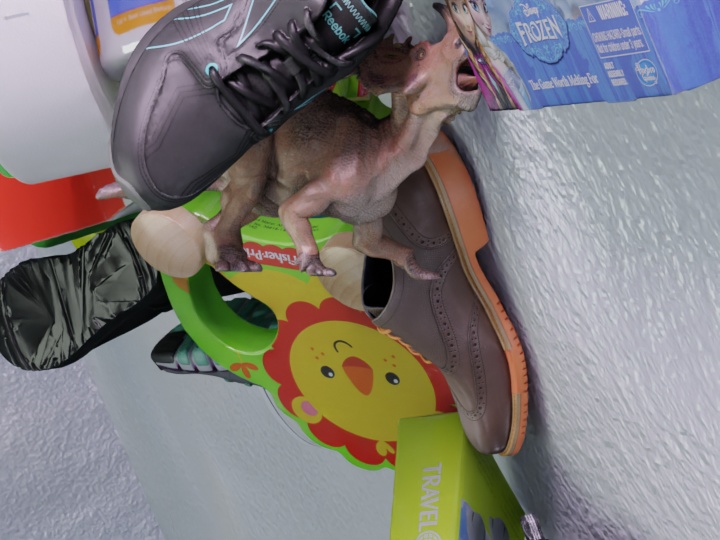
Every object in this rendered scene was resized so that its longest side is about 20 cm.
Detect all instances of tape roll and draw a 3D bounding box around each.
[{"bbox_3d":[-0.180,-0.153,1.242,0.202,0.071,0.203,-11,-90,-82],"label":"tape roll"}]

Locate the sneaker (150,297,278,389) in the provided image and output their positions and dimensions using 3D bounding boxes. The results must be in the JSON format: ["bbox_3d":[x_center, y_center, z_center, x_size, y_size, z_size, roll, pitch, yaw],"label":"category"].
[{"bbox_3d":[-0.056,0.066,1.459,0.200,0.074,0.088,-11,115,41],"label":"sneaker"}]

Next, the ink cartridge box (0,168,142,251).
[{"bbox_3d":[-0.151,-0.114,1.347,0.057,0.200,0.163,113,138,-61],"label":"ink cartridge box"}]

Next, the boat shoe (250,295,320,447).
[{"bbox_3d":[-0.041,0.048,1.521,0.067,0.074,0.200,42,153,59],"label":"boat shoe"}]

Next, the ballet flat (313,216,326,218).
[{"bbox_3d":[0.000,0.000,1.331,0.069,0.069,0.200,38,147,63],"label":"ballet flat"}]

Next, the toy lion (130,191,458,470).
[{"bbox_3d":[-0.022,0.036,1.281,0.200,0.069,0.192,10,132,26],"label":"toy lion"}]

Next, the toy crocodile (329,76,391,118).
[{"bbox_3d":[-0.016,-0.146,1.124,0.068,0.062,0.200,-70,-26,-56],"label":"toy crocodile"}]

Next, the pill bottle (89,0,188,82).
[{"bbox_3d":[-0.105,-0.212,1.194,0.112,0.112,0.200,145,116,-76],"label":"pill bottle"}]

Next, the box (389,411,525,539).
[{"bbox_3d":[0.052,0.195,1.220,0.122,0.048,0.200,60,-151,-48],"label":"box"}]

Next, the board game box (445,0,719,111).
[{"bbox_3d":[0.062,-0.161,0.828,0.199,0.043,0.200,68,166,-7],"label":"board game box"}]

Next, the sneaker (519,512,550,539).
[{"bbox_3d":[0.132,0.225,1.187,0.114,0.075,0.200,-131,21,-66],"label":"sneaker"}]

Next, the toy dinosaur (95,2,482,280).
[{"bbox_3d":[-0.027,-0.065,1.081,0.086,0.200,0.136,2,-90,-74],"label":"toy dinosaur"}]

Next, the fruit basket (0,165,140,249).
[{"bbox_3d":[-0.161,-0.082,1.479,0.156,0.216,0.216,61,166,18],"label":"fruit basket"}]

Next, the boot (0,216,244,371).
[{"bbox_3d":[-0.130,0.003,1.423,0.198,0.162,0.073,-27,81,41],"label":"boot"}]

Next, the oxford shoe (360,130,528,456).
[{"bbox_3d":[0.038,0.022,1.175,0.071,0.073,0.200,39,151,63],"label":"oxford shoe"}]

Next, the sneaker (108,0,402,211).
[{"bbox_3d":[-0.042,-0.110,1.012,0.075,0.200,0.079,45,166,-30],"label":"sneaker"}]
